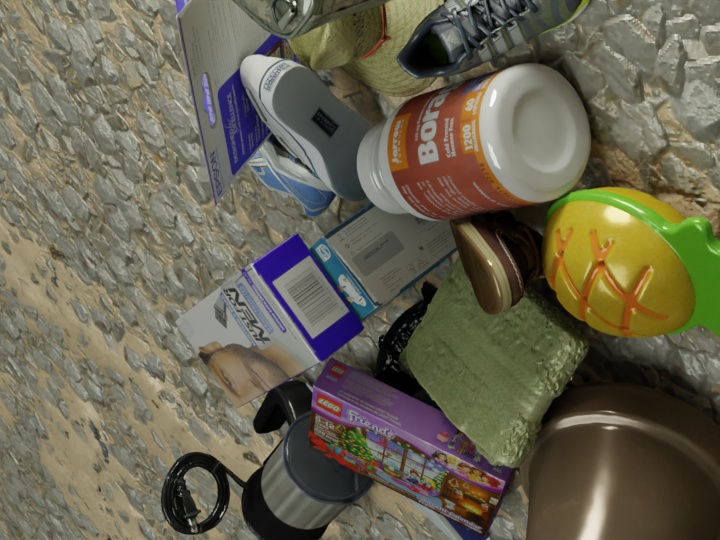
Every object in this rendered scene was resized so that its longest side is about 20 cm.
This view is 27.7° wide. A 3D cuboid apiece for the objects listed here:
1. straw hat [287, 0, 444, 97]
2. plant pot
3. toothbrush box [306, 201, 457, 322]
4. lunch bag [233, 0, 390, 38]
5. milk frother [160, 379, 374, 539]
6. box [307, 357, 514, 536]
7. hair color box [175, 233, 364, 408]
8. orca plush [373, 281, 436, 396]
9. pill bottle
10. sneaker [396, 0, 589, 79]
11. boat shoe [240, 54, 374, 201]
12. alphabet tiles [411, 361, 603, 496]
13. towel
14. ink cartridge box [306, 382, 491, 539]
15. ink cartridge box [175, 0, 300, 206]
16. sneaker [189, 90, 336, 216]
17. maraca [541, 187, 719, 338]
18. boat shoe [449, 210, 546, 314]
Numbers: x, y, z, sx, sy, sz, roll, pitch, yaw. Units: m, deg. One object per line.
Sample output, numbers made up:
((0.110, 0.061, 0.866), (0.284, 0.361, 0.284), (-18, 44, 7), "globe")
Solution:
((-0.022, -0.223, 1.273), (0.201, 0.085, 0.201), (32, 142, 29), "straw hat")
((0.219, 0.226, 1.258), (0.200, 0.175, 0.200), (14, 134, 15), "plant pot")
((0.000, 0.000, 1.402), (0.085, 0.146, 0.200), (53, 149, 3), "toothbrush box")
((-0.024, -0.273, 1.123), (0.139, 0.200, 0.168), (-37, 83, 50), "lunch bag")
((-0.113, 0.250, 1.735), (0.181, 0.200, 0.188), (51, 148, 11), "milk frother")
((0.046, 0.170, 1.392), (0.200, 0.039, 0.137), (25, 150, 11), "box")
((-0.089, 0.051, 1.371), (0.109, 0.065, 0.200), (55, 150, -1), "hair color box")
((0.047, 0.106, 1.510), (0.105, 0.071, 0.200), (47, 147, 10), "orca plush")
((0.087, -0.101, 1.225), (0.200, 0.112, 0.112), (-9, 113, 54), "pill bottle")
((0.103, -0.196, 1.141), (0.074, 0.081, 0.200), (55, 145, -3), "sneaker")
((-0.043, -0.137, 1.356), (0.065, 0.074, 0.200), (33, 168, 39), "boat shoe")
((0.167, 0.148, 1.374), (0.200, 0.008, 0.167), (45, 122, -2), "alphabet tiles")
((0.117, 0.072, 1.316), (0.148, 0.036, 0.200), (-61, 38, 12), "towel")
((0.039, 0.199, 1.581), (0.196, 0.043, 0.200), (51, 173, -19), "ink cartridge box")
((-0.118, -0.194, 1.320), (0.043, 0.200, 0.198), (10, 131, 20), "ink cartridge box")
((-0.101, -0.127, 1.473), (0.200, 0.076, 0.077), (40, 141, 23), "sneaker")
((0.223, -0.003, 1.147), (0.200, 0.107, 0.137), (13, 139, 49), "maraca")
((0.122, -0.016, 1.225), (0.200, 0.072, 0.072), (-101, -6, -80), "boat shoe")
